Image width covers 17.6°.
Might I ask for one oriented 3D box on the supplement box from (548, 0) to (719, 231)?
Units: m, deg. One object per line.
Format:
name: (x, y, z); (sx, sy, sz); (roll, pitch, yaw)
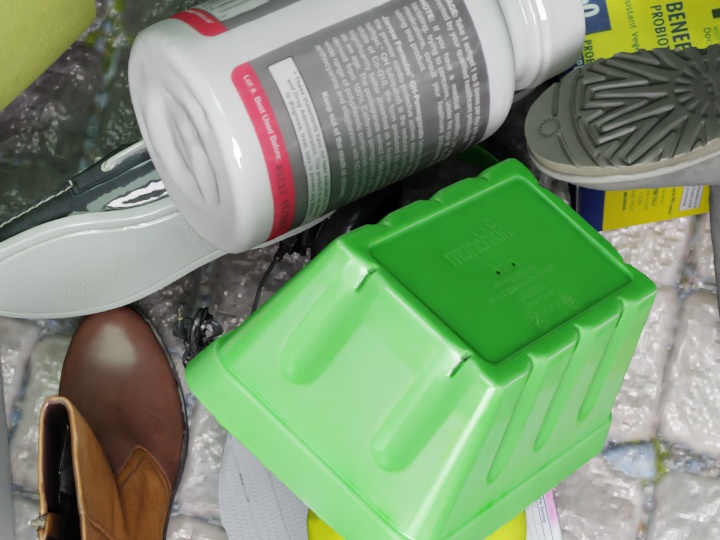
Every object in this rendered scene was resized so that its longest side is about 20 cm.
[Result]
supplement box: (0.196, -0.100, 1.176); (0.198, 0.110, 0.110); (-11, 75, 2)

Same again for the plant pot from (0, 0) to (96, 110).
plant pot: (-0.246, -0.132, 1.205); (0.199, 0.187, 0.188); (-27, 74, -15)

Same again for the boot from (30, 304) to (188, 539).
boot: (-0.135, 0.088, 1.110); (0.068, 0.200, 0.190); (5, 76, 7)

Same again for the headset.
headset: (0.000, 0.000, 1.201); (0.199, 0.094, 0.124); (-21, 68, -16)

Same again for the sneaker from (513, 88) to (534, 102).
sneaker: (-0.003, -0.112, 1.208); (0.198, 0.085, 0.074); (1, 89, 6)

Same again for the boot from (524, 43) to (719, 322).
boot: (0.175, -0.021, 1.113); (0.180, 0.201, 0.073); (-9, 53, 3)

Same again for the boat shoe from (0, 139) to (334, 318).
boat shoe: (-0.105, -0.033, 1.161); (0.198, 0.076, 0.061); (-16, 55, 3)

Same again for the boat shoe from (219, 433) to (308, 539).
boat shoe: (-0.021, 0.152, 1.146); (0.072, 0.071, 0.201); (-18, 57, 6)

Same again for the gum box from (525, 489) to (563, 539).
gum box: (0.065, 0.131, 1.125); (0.066, 0.114, 0.202); (-12, 75, 3)

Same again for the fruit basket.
fruit basket: (0.022, 0.075, 1.011); (0.155, 0.216, 0.216); (42, 83, 14)

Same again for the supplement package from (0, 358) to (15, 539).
supplement package: (-0.259, 0.116, 1.162); (0.154, 0.111, 0.202); (-8, 75, 3)

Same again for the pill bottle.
pill bottle: (0.002, -0.095, 1.079); (0.199, 0.111, 0.111); (-25, 74, -22)
